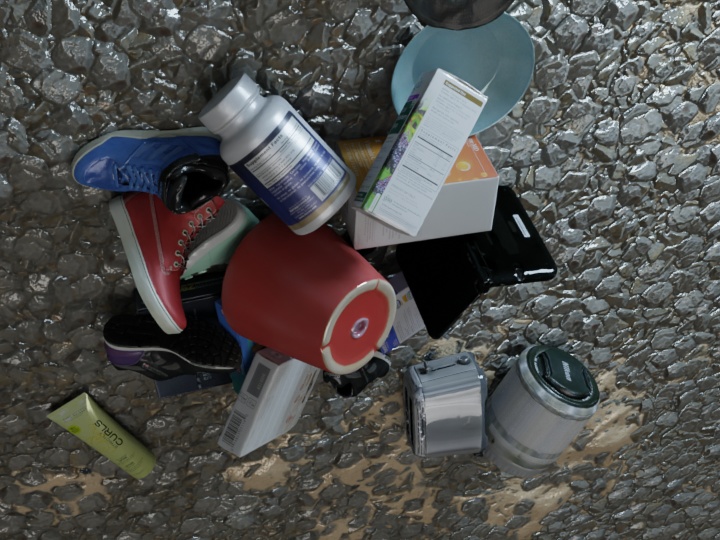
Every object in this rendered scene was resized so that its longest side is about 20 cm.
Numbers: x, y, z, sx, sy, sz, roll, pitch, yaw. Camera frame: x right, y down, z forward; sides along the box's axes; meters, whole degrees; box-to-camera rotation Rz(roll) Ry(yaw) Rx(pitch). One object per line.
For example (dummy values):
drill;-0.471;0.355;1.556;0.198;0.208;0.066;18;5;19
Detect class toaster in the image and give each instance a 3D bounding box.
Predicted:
toaster;0.144;0.239;1.845;0.128;0.114;0.201;-7;118;-7

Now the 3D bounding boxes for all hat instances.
hat;0.115;-0.392;1.280;0.200;0.081;0.201;-14;130;-17

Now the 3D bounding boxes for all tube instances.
tube;-0.409;0.267;1.731;0.058;0.052;0.200;-57;133;-21

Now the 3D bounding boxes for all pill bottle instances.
pill bottle;-0.108;-0.150;1.372;0.111;0.111;0.200;-38;110;17

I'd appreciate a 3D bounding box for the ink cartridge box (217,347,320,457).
ink cartridge box;-0.126;0.183;1.646;0.161;0.047;0.200;-67;164;15

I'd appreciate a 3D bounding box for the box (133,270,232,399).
box;-0.246;0.098;1.626;0.157;0.051;0.201;-11;133;-9

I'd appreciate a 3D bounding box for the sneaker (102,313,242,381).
sneaker;-0.267;0.120;1.548;0.199;0.076;0.088;12;137;2

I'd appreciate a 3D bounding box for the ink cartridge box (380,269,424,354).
ink cartridge box;0.095;0.035;1.661;0.200;0.042;0.120;-36;143;-10

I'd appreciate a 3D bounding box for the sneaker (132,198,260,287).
sneaker;-0.217;-0.013;1.520;0.200;0.074;0.118;-29;145;17

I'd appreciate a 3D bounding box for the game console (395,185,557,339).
game console;0.164;-0.015;1.565;0.175;0.201;0.117;-6;135;-15

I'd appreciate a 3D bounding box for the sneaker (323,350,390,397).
sneaker;-0.014;0.158;1.696;0.075;0.088;0.200;9;168;24

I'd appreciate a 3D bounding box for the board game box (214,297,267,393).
board game box;-0.134;0.084;1.613;0.152;0.045;0.201;-37;142;-29

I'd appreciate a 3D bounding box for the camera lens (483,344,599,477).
camera lens;0.310;0.244;1.891;0.159;0.160;0.200;10;127;-28

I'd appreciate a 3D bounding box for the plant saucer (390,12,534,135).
plant saucer;0.131;-0.267;1.431;0.200;0.039;0.202;-11;135;-11

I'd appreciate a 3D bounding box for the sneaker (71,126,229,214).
sneaker;-0.264;-0.121;1.371;0.199;0.112;0.077;-8;134;-13

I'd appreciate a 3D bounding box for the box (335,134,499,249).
box;0.074;-0.116;1.490;0.199;0.125;0.098;-8;133;-13

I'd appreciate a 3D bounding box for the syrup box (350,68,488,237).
syrup box;0.073;-0.149;1.367;0.081;0.079;0.201;27;90;-14

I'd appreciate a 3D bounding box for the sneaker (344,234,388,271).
sneaker;0.002;0.002;1.625;0.200;0.060;0.104;-48;144;13

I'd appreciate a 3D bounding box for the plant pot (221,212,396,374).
plant pot;-0.060;0.040;1.472;0.200;0.177;0.201;-31;136;-35

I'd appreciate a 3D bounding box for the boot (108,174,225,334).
boot;-0.233;-0.028;1.425;0.144;0.201;0.072;-21;172;-2
